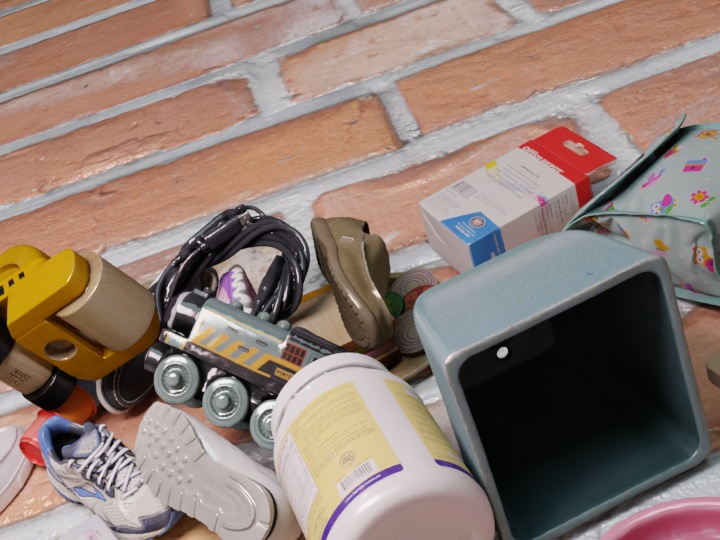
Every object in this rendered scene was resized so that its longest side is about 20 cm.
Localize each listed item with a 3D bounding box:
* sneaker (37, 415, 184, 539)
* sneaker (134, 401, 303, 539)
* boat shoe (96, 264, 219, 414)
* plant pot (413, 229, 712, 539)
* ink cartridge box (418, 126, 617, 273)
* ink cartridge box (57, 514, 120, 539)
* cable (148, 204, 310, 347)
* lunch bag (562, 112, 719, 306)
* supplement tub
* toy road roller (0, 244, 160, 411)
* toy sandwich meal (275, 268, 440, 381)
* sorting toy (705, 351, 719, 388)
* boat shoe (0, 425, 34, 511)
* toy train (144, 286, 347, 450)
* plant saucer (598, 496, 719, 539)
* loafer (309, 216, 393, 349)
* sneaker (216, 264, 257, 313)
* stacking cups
[{"bbox_3d":[-0.247,0.195,1.125,0.198,0.086,0.077,14,46,38],"label":"sneaker"},{"bbox_3d":[-0.129,0.188,1.069,0.199,0.080,0.077,34,103,36],"label":"sneaker"},{"bbox_3d":[-0.218,0.067,1.277,0.060,0.076,0.202,-9,45,37],"label":"boat shoe"},{"bbox_3d":[0.150,0.078,1.010,0.194,0.198,0.200,-24,24,-7],"label":"plant pot"},{"bbox_3d":[0.178,-0.073,1.297,0.198,0.068,0.116,-29,36,-13],"label":"ink cartridge box"},{"bbox_3d":[-0.268,0.318,0.998,0.199,0.058,0.162,-30,38,-23],"label":"ink cartridge box"},{"bbox_3d":[-0.143,0.024,1.214,0.199,0.051,0.163,-40,51,-10],"label":"cable"},{"bbox_3d":[0.319,-0.068,1.179,0.170,0.123,0.199,-41,32,-25],"label":"lunch bag"},{"bbox_3d":[0.010,0.174,0.974,0.144,0.147,0.200,-24,34,-8],"label":"supplement tub"},{"bbox_3d":[-0.308,0.031,1.190,0.198,0.123,0.147,-29,46,21],"label":"toy road roller"},{"bbox_3d":[0.002,0.050,1.213,0.202,0.071,0.206,-13,35,9],"label":"toy sandwich meal"},{"bbox_3d":[0.423,0.094,0.948,0.197,0.070,0.200,-31,37,-16],"label":"sorting toy"},{"bbox_3d":[-0.404,0.218,1.182,0.071,0.069,0.200,6,40,32],"label":"boat shoe"},{"bbox_3d":[-0.105,0.094,1.108,0.198,0.085,0.115,23,85,14],"label":"toy train"},{"bbox_3d":[0.248,0.253,0.834,0.197,0.051,0.202,-12,35,9],"label":"plant saucer"},{"bbox_3d":[0.000,0.000,1.166,0.067,0.077,0.201,-18,38,-6],"label":"loafer"},{"bbox_3d":[-0.143,0.071,1.255,0.087,0.081,0.201,-24,35,6],"label":"sneaker"},{"bbox_3d":[-0.293,0.128,1.270,0.060,0.061,0.201,4,44,30],"label":"stacking cups"}]
